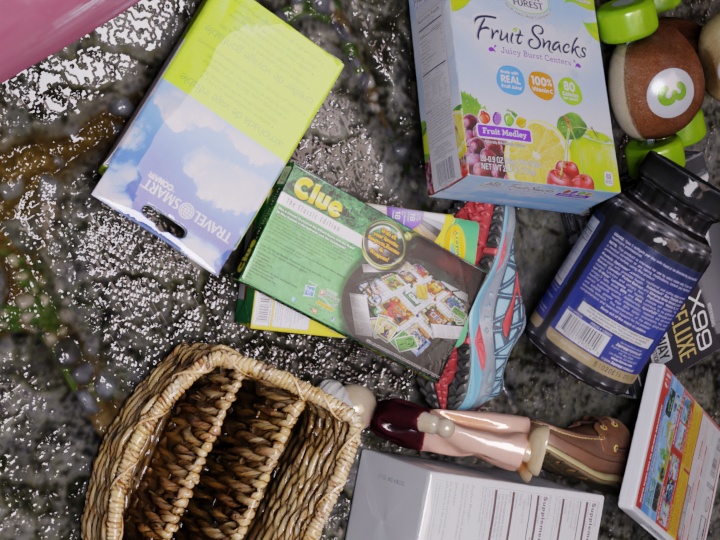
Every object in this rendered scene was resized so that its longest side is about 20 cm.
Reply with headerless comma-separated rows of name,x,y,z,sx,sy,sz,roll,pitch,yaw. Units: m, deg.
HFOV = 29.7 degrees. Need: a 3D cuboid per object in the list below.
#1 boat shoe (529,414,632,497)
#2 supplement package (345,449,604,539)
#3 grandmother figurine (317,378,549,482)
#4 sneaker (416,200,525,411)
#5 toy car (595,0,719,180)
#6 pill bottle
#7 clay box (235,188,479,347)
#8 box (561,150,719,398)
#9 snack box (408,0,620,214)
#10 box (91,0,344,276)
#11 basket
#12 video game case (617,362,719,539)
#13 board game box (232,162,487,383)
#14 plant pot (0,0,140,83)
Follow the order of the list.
boat shoe,0.221,0.170,1.303,0.199,0.072,0.068,24,77,-37
supplement package,0.101,0.233,1.205,0.199,0.113,0.110,13,87,-31
grandmother figurine,0.055,0.134,1.161,0.198,0.121,0.061,14,64,-1
sneaker,0.107,0.027,1.225,0.095,0.079,0.202,8,95,-49
toy car,0.337,-0.188,1.240,0.158,0.199,0.165,-45,124,-51
pill bottle,0.241,0.000,1.211,0.111,0.112,0.201,22,105,-31
clay box,0.000,0.000,1.146,0.199,0.048,0.116,8,91,-25
box,0.288,0.002,1.335,0.157,0.050,0.202,-24,107,-28
snack box,0.132,-0.160,1.180,0.168,0.068,0.202,3,72,-32
box,-0.113,-0.111,1.064,0.122,0.048,0.201,33,78,-15
basket,-0.115,0.163,1.045,0.142,0.149,0.201,31,80,-30
video game case,0.310,0.194,1.332,0.200,0.017,0.144,41,60,-49
board game box,0.003,0.004,1.109,0.199,0.023,0.105,29,84,-23
plant pot,-0.224,-0.231,0.910,0.179,0.200,0.200,-40,117,9
